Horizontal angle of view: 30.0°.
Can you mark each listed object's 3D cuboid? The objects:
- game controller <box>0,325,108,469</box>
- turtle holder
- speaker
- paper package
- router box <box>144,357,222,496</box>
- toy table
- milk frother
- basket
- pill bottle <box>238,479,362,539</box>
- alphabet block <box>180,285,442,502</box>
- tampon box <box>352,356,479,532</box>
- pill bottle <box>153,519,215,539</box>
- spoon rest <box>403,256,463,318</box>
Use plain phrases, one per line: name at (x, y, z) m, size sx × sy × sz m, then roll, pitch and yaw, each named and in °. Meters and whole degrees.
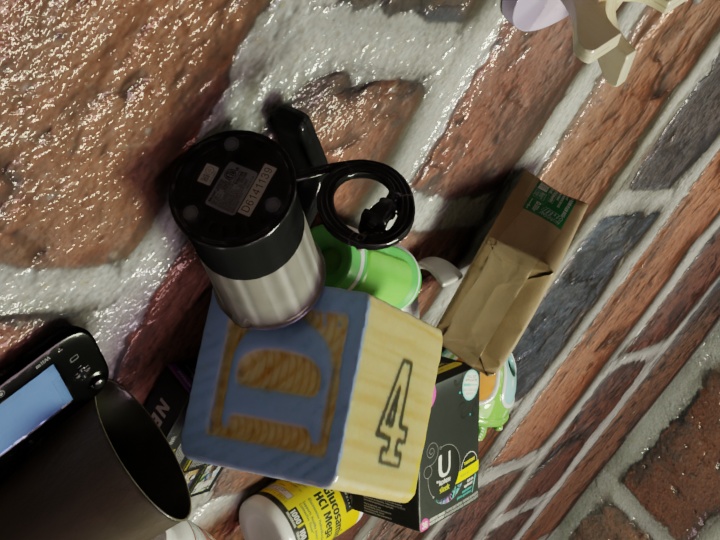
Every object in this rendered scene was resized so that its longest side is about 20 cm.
game controller at (-0.324, 0.132, 1.246) m, size 0.199 × 0.042 × 0.105 m, roll -39°, pitch 156°, yaw -18°
turtle holder at (0.183, 0.166, 2.038) m, size 0.184 × 0.140 × 0.133 m, roll 3°, pitch 111°, yaw -49°
speaker at (0.000, 0.000, 1.527) m, size 0.089 × 0.088 × 0.199 m, roll -50°, pitch 156°, yaw 11°
paper package at (0.197, 0.000, 1.753) m, size 0.192 × 0.103 × 0.200 m, roll -64°, pitch 174°, yaw 36°
router box at (-0.195, 0.183, 1.532) m, size 0.148 × 0.051 × 0.201 m, roll -9°, pitch 137°, yaw -52°
toy table at (0.262, -0.298, 1.452) m, size 0.199 × 0.117 × 0.185 m, roll -39°, pitch 156°, yaw -19°
milk frother at (-0.052, -0.029, 1.250) m, size 0.180 × 0.200 × 0.189 m, roll -44°, pitch 157°, yaw -12°
basket at (-0.290, 0.238, 1.343) m, size 0.199 × 0.181 × 0.136 m, roll -40°, pitch 138°, yaw 7°
pill bottle at (-0.066, 0.332, 1.911) m, size 0.199 × 0.112 × 0.113 m, roll -28°, pitch 151°, yaw -37°
alphabet block at (-0.047, 0.127, 1.420) m, size 0.200 × 0.193 × 0.199 m, roll 28°, pitch 73°, yaw -62°
tampon box at (0.077, 0.233, 1.873) m, size 0.149 × 0.125 × 0.203 m, roll -18°, pitch 112°, yaw -49°
pill bottle at (-0.244, 0.352, 1.646) m, size 0.112 × 0.112 × 0.200 m, roll -43°, pitch 156°, yaw -6°
spoon rest at (0.059, 0.045, 1.752) m, size 0.099 × 0.061 × 0.200 m, roll -21°, pitch 160°, yaw -42°
